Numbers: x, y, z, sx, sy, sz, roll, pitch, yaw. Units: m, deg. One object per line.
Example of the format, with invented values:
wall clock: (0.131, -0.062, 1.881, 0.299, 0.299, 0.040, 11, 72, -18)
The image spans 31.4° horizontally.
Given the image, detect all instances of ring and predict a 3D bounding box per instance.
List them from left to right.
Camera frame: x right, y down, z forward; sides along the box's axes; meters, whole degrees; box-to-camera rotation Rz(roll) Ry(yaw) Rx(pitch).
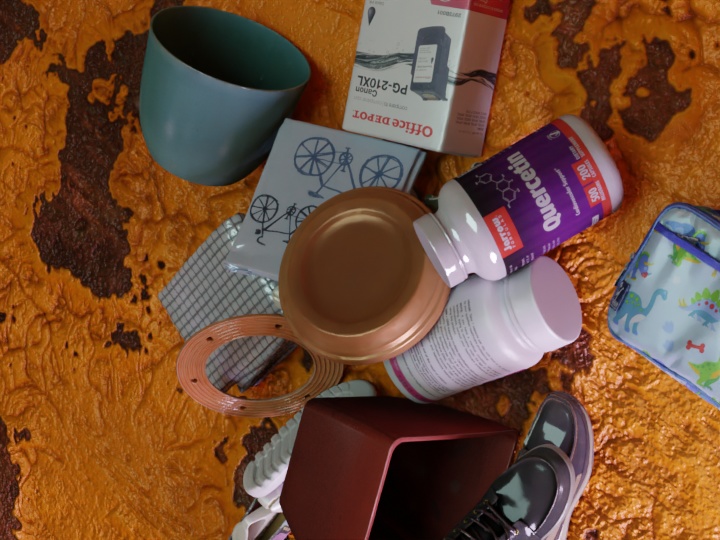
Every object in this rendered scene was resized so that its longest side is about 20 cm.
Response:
ring: (-0.120, 0.112, 1.525, 0.200, 0.200, 0.019, -38, 40, 31)

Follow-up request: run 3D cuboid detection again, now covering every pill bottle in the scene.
pill bottle: (0.128, 0.063, 1.370, 0.199, 0.113, 0.114, -25, 76, 36)
pill bottle: (0.158, -0.065, 1.294, 0.199, 0.113, 0.113, -30, 69, -3)

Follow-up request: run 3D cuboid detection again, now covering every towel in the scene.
towel: (-0.143, 0.042, 1.588, 0.200, 0.085, 0.166, -45, 73, 40)

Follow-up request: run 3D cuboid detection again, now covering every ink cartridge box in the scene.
ink cartridge box: (0.074, -0.237, 1.422, 0.144, 0.084, 0.201, 17, 101, 36)

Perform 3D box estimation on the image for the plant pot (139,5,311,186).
plant pot: (-0.178, -0.202, 1.556, 0.200, 0.200, 0.162, 42, 126, 29)

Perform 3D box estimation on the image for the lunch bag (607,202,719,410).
lunch bag: (0.347, 0.036, 1.224, 0.200, 0.082, 0.161, 39, 110, 29)

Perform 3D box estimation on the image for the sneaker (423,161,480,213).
sneaker: (0.091, -0.041, 1.431, 0.200, 0.067, 0.090, -40, 61, 31)

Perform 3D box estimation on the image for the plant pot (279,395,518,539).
plant pot: (0.023, 0.236, 1.414, 0.176, 0.199, 0.201, 27, 107, 44)

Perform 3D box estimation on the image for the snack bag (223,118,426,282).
snack bag: (-0.041, -0.066, 1.442, 0.188, 0.021, 0.201, 16, 76, 26)

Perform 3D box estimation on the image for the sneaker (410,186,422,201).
sneaker: (-0.028, -0.088, 1.495, 0.199, 0.082, 0.070, 18, 146, 37)

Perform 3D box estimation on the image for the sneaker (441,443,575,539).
sneaker: (0.135, 0.262, 1.285, 0.075, 0.106, 0.201, 45, 120, 22)

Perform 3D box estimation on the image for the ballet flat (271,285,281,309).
ballet flat: (-0.075, 0.001, 1.467, 0.068, 0.075, 0.201, 103, 153, -55)

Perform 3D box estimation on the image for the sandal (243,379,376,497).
sandal: (-0.056, 0.204, 1.541, 0.202, 0.050, 0.083, -38, 32, 11)

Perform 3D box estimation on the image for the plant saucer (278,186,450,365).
plant saucer: (0.000, 0.000, 1.367, 0.199, 0.037, 0.202, -7, 69, 18)

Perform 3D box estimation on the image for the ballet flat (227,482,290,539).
ballet flat: (-0.112, 0.297, 1.585, 0.069, 0.071, 0.201, 44, 116, 29)

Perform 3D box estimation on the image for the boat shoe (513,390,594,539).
boat shoe: (0.192, 0.228, 1.349, 0.074, 0.073, 0.201, 15, 100, 36)
